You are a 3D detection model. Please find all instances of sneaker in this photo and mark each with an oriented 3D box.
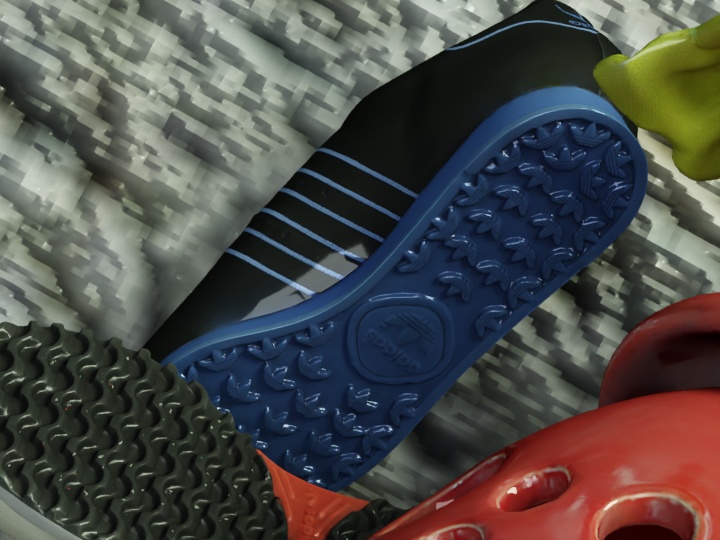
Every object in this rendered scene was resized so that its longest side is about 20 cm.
[{"bbox_3d":[-0.043,0.092,0.811,0.199,0.093,0.070,25,44,-8],"label":"sneaker"},{"bbox_3d":[0.000,0.000,0.839,0.200,0.078,0.070,-36,118,19],"label":"sneaker"}]

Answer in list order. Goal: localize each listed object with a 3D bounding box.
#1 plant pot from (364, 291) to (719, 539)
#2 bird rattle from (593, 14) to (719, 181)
[{"bbox_3d":[0.087,0.121,0.689,0.182,0.200,0.200,-39,83,-26],"label":"plant pot"},{"bbox_3d":[0.143,0.010,0.752,0.112,0.163,0.200,-23,128,-6],"label":"bird rattle"}]
